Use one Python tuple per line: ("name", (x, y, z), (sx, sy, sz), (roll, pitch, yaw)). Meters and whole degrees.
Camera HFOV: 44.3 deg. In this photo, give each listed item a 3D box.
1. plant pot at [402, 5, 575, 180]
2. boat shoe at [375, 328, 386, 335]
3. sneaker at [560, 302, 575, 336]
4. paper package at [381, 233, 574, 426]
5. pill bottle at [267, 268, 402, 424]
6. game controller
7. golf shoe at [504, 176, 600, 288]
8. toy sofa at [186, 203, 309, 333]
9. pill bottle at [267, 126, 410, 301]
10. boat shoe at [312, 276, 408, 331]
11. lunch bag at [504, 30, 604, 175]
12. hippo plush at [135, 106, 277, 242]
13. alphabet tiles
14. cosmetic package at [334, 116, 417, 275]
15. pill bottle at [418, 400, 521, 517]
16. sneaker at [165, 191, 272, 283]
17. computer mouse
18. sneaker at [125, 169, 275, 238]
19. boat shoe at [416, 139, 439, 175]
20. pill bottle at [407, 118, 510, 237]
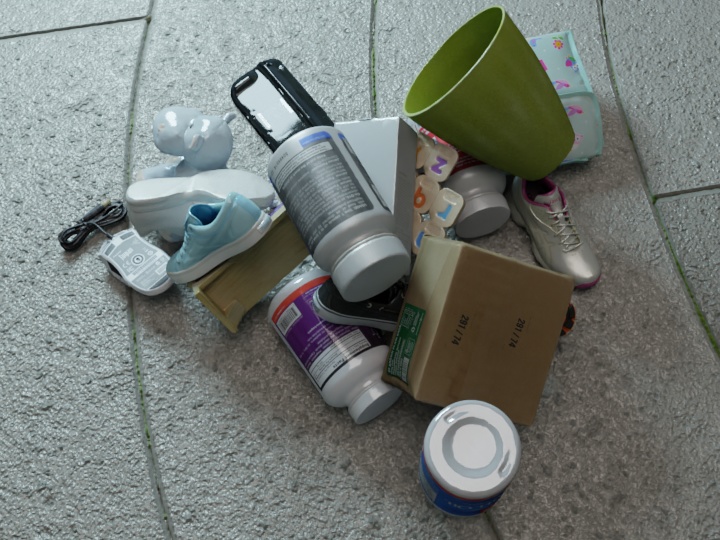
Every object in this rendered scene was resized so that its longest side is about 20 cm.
("plant pot", (0.192, -0.219, 1.208), (0.200, 0.187, 0.188), (39, 66, -21))
("boat shoe", (0.000, 0.000, 1.263), (0.064, 0.075, 0.203), (-25, 59, -6))
("sneaker", (0.196, 0.047, 1.235), (0.199, 0.078, 0.076), (19, 90, 4))
("paper package", (0.147, 0.074, 1.115), (0.190, 0.103, 0.201), (16, 91, -23))
("pill bottle", (-0.031, 0.103, 1.190), (0.112, 0.113, 0.200), (-32, 68, -14))
("game controller", (-0.124, -0.253, 1.413), (0.104, 0.042, 0.200), (-38, 68, -1))
("golf shoe", (0.279, -0.064, 1.279), (0.075, 0.092, 0.200), (-29, 68, -14))
("toy sofa", (-0.139, -0.019, 1.221), (0.200, 0.083, 0.098), (-42, 27, 1))
("pill bottle", (-0.026, -0.069, 1.095), (0.113, 0.114, 0.201), (-25, 67, -11))
("boat shoe", (0.032, 0.039, 1.166), (0.199, 0.057, 0.069), (4, 47, -35))
("lunch bag", (0.266, -0.247, 1.354), (0.169, 0.122, 0.201), (-12, 72, -9))
("hippo plush", (-0.241, -0.142, 1.270), (0.199, 0.161, 0.160), (25, 51, 14))
("alphabet tiles", (0.044, -0.101, 1.222), (0.199, 0.015, 0.196), (33, 98, 24))
("cosmetic package", (0.016, -0.097, 1.185), (0.101, 0.074, 0.201), (1, 80, 26))
("pill bottle", (0.127, 0.236, 1.071), (0.111, 0.200, 0.113), (-1, 66, 2))
("sneaker", (-0.205, -0.051, 1.170), (0.082, 0.199, 0.074), (47, 38, -20))
("computer mouse", (-0.344, -0.021, 1.297), (0.200, 0.044, 0.110), (39, 66, 24))
("sneaker", (-0.216, -0.083, 1.219), (0.199, 0.089, 0.075), (-3, 38, -5))
("boat shoe", (0.033, -0.141, 1.292), (0.199, 0.057, 0.069), (-12, 47, 24))
("pill bottle", (0.148, -0.154, 1.312), (0.112, 0.112, 0.201), (-15, 64, -6))
